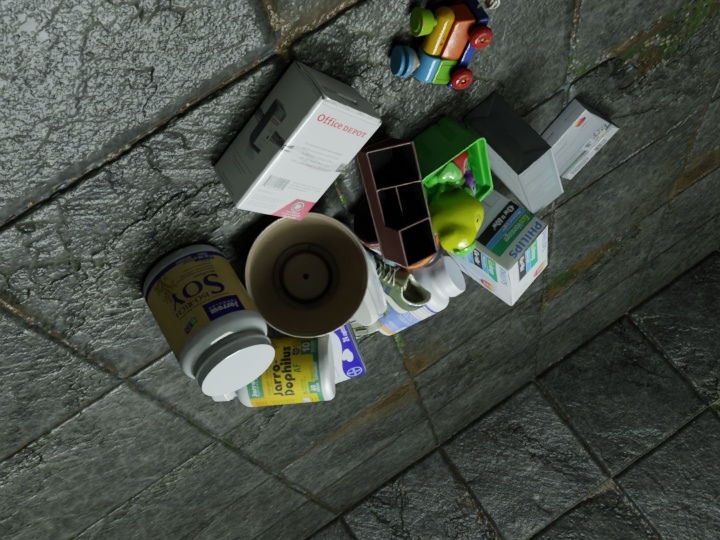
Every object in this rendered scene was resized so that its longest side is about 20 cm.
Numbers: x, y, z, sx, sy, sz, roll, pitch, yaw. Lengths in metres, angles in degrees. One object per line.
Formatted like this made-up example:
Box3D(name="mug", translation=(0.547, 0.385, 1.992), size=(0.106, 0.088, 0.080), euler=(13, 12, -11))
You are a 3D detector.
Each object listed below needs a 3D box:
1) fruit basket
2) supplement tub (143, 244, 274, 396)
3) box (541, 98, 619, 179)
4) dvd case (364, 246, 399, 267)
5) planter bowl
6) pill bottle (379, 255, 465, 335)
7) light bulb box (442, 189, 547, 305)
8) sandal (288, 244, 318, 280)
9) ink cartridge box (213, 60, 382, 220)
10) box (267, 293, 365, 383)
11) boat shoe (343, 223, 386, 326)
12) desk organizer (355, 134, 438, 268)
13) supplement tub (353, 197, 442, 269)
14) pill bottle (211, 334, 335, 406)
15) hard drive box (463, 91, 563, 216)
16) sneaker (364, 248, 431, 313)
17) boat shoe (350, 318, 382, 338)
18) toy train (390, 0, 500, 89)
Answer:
Box3D(name="fruit basket", translation=(0.169, -0.132, 1.334), size=(0.155, 0.216, 0.216), euler=(-35, 154, -1))
Box3D(name="supplement tub", translation=(-0.233, 0.076, 1.182), size=(0.145, 0.200, 0.146), euler=(-29, 153, -16))
Box3D(name="box", translation=(0.451, -0.274, 1.629), size=(0.199, 0.041, 0.156), euler=(1, 135, -53))
Box3D(name="dvd case", translation=(0.073, -0.050, 1.559), size=(0.200, 0.022, 0.146), euler=(-40, 154, 6))
Box3D(name="planter bowl", translation=(-0.091, 0.008, 1.289), size=(0.200, 0.201, 0.135), euler=(-34, -178, -5))
Box3D(name="pill bottle", translation=(0.116, 0.048, 1.616), size=(0.199, 0.113, 0.112), euler=(-29, 159, 26))
Box3D(name="light bulb box", translation=(0.261, -0.060, 1.544), size=(0.125, 0.200, 0.198), euler=(-48, 155, -9))
Box3D(name="sandal", translation=(-0.138, 0.024, 1.389), size=(0.200, 0.048, 0.075), euler=(-37, 154, 3))
Box3D(name="ink cartridge box", translation=(-0.087, -0.176, 1.074), size=(0.200, 0.085, 0.145), euler=(-46, 153, 23))
Box3D(name="box", translation=(-0.110, 0.140, 1.425), size=(0.199, 0.105, 0.184), euler=(-19, 141, 1))
Box3D(name="boat shoe", translation=(0.000, 0.000, 1.400), size=(0.072, 0.201, 0.068), euler=(-11, -162, 45))
Box3D(name="desk organizer", translation=(0.061, -0.112, 1.252), size=(0.071, 0.077, 0.201), euler=(-25, 114, -22))
Box3D(name="supplement tub", translation=(0.079, -0.066, 1.416), size=(0.107, 0.107, 0.200), euler=(-43, 146, 15))
Box3D(name="pill bottle", translation=(-0.146, 0.166, 1.271), size=(0.199, 0.113, 0.113), euler=(-5, 152, 2))
Box3D(name="hard drive box", translation=(0.283, -0.208, 1.399), size=(0.077, 0.156, 0.200), euler=(-39, 155, 5))
Box3D(name="sneaker", translation=(0.057, 0.010, 1.467), size=(0.200, 0.067, 0.090), euler=(40, 149, -27))
Box3D(name="boat shoe", translation=(-0.019, 0.114, 1.592), size=(0.072, 0.062, 0.200), euler=(-27, 180, -26))
Box3D(name="toy train", translation=(0.121, -0.348, 1.061), size=(0.115, 0.085, 0.200), euler=(-5, 143, -26))
